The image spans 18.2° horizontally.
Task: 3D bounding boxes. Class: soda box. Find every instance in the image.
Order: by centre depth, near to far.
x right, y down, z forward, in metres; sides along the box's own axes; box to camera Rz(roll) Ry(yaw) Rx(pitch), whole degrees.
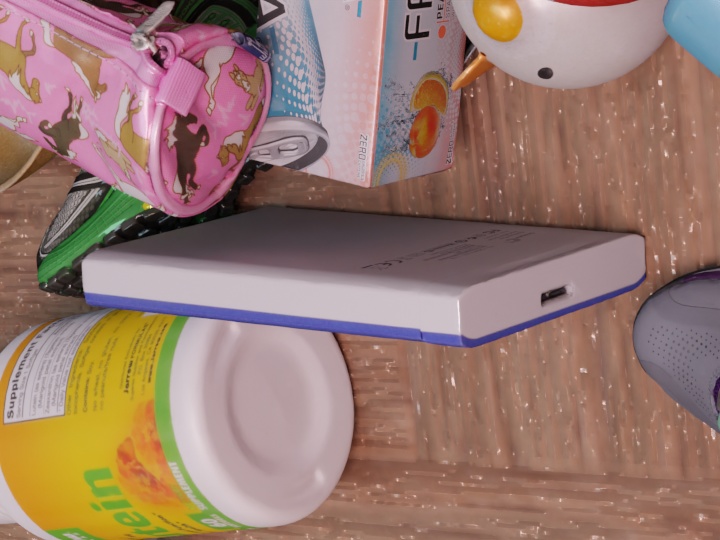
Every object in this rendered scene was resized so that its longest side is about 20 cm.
[{"bbox_3d":[0.004,-0.139,0.920,0.068,0.064,0.200,15,108,34],"label":"soda box"}]

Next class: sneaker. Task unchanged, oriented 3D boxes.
[{"bbox_3d":[0.176,0.054,0.842,0.200,0.087,0.075,23,114,33],"label":"sneaker"},{"bbox_3d":[-0.093,-0.057,1.057,0.200,0.078,0.085,-47,56,33],"label":"sneaker"}]

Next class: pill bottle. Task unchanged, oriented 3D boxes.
[{"bbox_3d":[-0.110,0.073,1.066,0.200,0.111,0.111,-11,93,40],"label":"pill bottle"}]

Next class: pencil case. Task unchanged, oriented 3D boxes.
[{"bbox_3d":[-0.133,-0.095,0.937,0.200,0.083,0.087,27,115,28],"label":"pencil case"}]

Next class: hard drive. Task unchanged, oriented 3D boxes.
[{"bbox_3d":[0.000,0.000,0.945,0.200,0.132,0.025,5,104,39],"label":"hard drive"}]

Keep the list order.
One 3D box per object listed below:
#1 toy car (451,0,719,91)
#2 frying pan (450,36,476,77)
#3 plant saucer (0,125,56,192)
[{"bbox_3d":[0.079,-0.124,0.842,0.184,0.177,0.200,42,137,11],"label":"toy car"},{"bbox_3d":[-0.005,-0.160,0.978,0.115,0.031,0.190,-49,67,33],"label":"frying pan"},{"bbox_3d":[-0.154,-0.133,1.070,0.200,0.035,0.201,-16,71,57],"label":"plant saucer"}]
